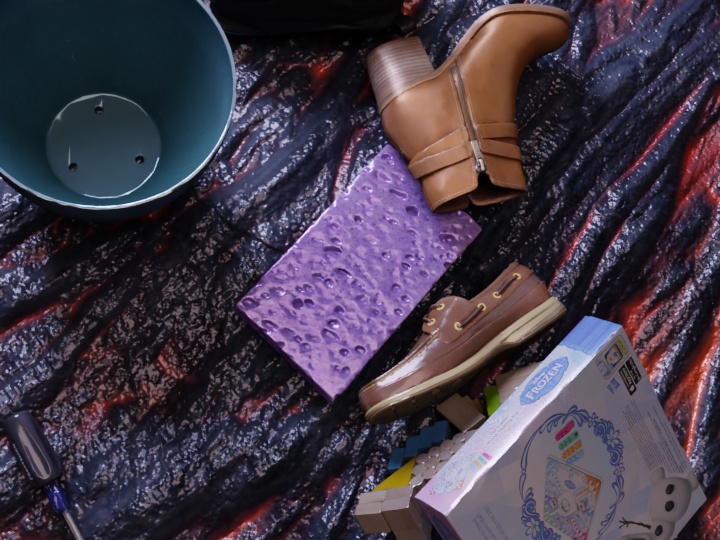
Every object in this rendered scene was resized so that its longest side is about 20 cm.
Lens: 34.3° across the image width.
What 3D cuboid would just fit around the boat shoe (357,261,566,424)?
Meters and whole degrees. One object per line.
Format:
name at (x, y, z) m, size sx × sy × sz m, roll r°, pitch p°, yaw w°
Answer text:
boat shoe at (0.075, 0.058, 0.954) m, size 0.199 × 0.072 × 0.068 m, roll -29°, pitch 76°, yaw -24°

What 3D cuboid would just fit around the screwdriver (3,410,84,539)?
screwdriver at (-0.217, 0.196, 0.875) m, size 0.029 × 0.028 × 0.201 m, roll -29°, pitch 81°, yaw 13°

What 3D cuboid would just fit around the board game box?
board game box at (0.161, 0.175, 0.895) m, size 0.199 × 0.043 × 0.200 m, roll -43°, pitch 120°, yaw -20°

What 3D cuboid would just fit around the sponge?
sponge at (0.000, 0.000, 0.974) m, size 0.111 × 0.030 × 0.200 m, roll 42°, pitch 71°, yaw 2°

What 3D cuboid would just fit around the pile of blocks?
pile of blocks at (0.084, 0.153, 0.938) m, size 0.199 × 0.082 × 0.062 m, roll -32°, pitch 121°, yaw -10°

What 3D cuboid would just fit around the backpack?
backpack at (-0.049, -0.308, 0.997) m, size 0.199 × 0.154 × 0.192 m, roll 0°, pitch 64°, yaw -8°

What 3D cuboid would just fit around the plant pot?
plant pot at (-0.201, -0.121, 0.912) m, size 0.199 × 0.135 × 0.201 m, roll 3°, pitch 73°, yaw -10°

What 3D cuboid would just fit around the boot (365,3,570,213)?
boot at (0.115, -0.139, 1.001) m, size 0.199 × 0.077 × 0.156 m, roll -16°, pitch 72°, yaw -21°
